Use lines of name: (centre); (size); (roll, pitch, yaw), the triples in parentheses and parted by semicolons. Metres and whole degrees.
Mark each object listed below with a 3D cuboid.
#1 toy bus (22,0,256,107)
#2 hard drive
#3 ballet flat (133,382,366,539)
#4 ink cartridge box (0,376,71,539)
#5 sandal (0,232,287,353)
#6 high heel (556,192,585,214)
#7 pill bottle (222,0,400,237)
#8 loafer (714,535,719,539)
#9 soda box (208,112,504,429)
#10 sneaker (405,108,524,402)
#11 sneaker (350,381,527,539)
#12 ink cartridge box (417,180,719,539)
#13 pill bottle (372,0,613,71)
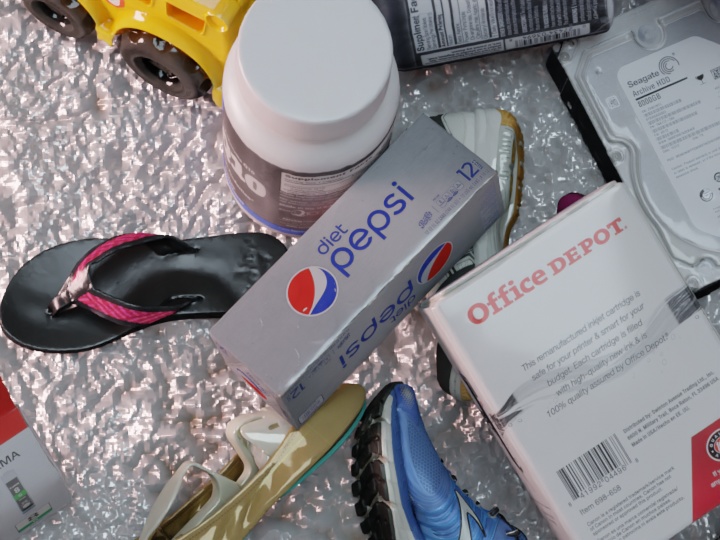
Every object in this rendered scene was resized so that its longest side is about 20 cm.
toy bus: (-0.139, -0.224, 1.310); (0.199, 0.192, 0.137); (28, 75, 6)
hard drive: (0.232, -0.091, 1.376); (0.139, 0.038, 0.201); (-23, 76, -11)
ballet flat: (-0.077, 0.132, 1.267); (0.200, 0.069, 0.063); (-48, 108, -15)
ink cartridge box: (-0.257, 0.146, 1.186); (0.160, 0.200, 0.050); (-34, 79, -12)
sandal: (-0.142, 0.006, 1.316); (0.198, 0.045, 0.076); (-9, 74, -7)
high heel: (0.173, 0.046, 1.312); (0.096, 0.067, 0.201); (-35, 82, -24)
pill bottle: (-0.033, -0.103, 1.275); (0.112, 0.200, 0.115); (1, 73, -3)
loafer: (0.279, 0.146, 1.297); (0.199, 0.073, 0.073); (-29, 69, -21)
soda box: (0.000, 0.000, 1.258); (0.068, 0.064, 0.200); (39, 78, 22)
sneaker: (0.059, -0.010, 1.332); (0.087, 0.076, 0.202); (2, 70, 14)
sneaker: (0.054, 0.167, 1.276); (0.088, 0.079, 0.202); (-14, 81, -19)
ink cartridge box: (0.147, 0.066, 1.236); (0.144, 0.084, 0.201); (-32, 93, -6)
pill bottle: (0.066, -0.196, 1.352); (0.198, 0.106, 0.107); (-10, 74, 4)
